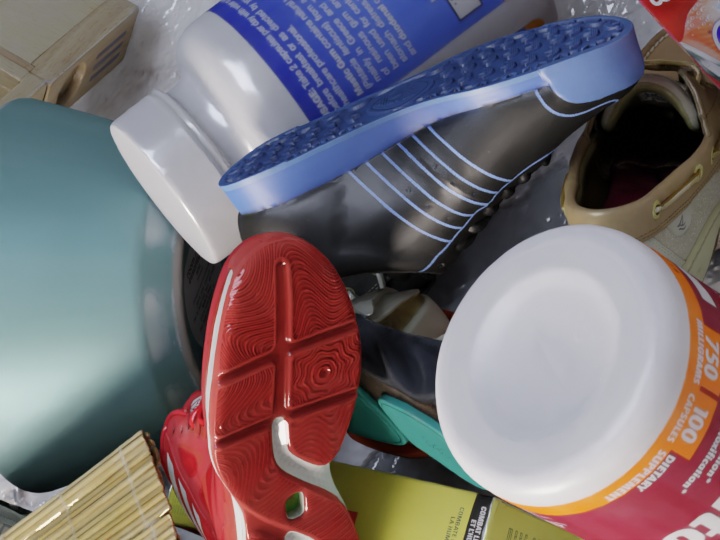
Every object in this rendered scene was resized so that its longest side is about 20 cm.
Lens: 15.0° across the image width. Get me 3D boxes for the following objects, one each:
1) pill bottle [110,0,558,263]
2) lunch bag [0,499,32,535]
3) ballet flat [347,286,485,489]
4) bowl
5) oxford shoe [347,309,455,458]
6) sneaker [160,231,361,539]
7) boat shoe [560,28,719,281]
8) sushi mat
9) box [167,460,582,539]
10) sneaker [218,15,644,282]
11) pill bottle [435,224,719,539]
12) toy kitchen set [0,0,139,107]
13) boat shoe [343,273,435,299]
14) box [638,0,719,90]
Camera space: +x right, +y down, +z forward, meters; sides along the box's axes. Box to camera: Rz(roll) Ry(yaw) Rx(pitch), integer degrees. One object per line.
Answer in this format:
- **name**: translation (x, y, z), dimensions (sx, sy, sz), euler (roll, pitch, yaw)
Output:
- **pill bottle**: translation (-0.015, -0.096, 1.288), dimensions (0.200, 0.112, 0.112), euler (-37, 46, -9)
- **lunch bag**: translation (-0.156, 0.202, 1.352), dimensions (0.200, 0.117, 0.164), euler (7, 79, 49)
- **ballet flat**: translation (0.025, 0.046, 1.213), dimensions (0.200, 0.073, 0.073), euler (18, 82, 59)
- **bowl**: translation (-0.117, 0.011, 1.376), dimensions (0.105, 0.201, 0.201), euler (-2, 67, 17)
- **oxford shoe**: translation (0.070, 0.057, 1.259), dimensions (0.200, 0.072, 0.071), euler (-8, 68, 50)
- **sneaker**: translation (-0.059, 0.059, 1.207), dimensions (0.115, 0.078, 0.200), euler (36, 135, 47)
- **boat shoe**: translation (0.134, -0.057, 1.206), dimensions (0.074, 0.066, 0.200), euler (-2, 37, 19)
- **sushi mat**: translation (-0.154, 0.162, 1.274), dimensions (0.200, 0.012, 0.096), euler (-36, 52, 27)
- **box**: translation (0.003, 0.120, 1.281), dimensions (0.200, 0.075, 0.050), euler (10, 79, 42)
- **sneaker**: translation (0.040, -0.045, 1.196), dimensions (0.200, 0.078, 0.070), euler (-21, 19, 20)
- **pill bottle**: translation (0.130, 0.066, 1.108), dimensions (0.113, 0.200, 0.113), euler (-18, 59, 34)
- **toy kitchen set**: translation (-0.188, -0.032, 1.535), dimensions (0.163, 0.180, 0.200), euler (30, 131, 9)
- **boat shoe**: translation (0.000, 0.000, 1.341), dimensions (0.068, 0.072, 0.200), euler (23, 82, 44)
- **box**: translation (0.174, -0.160, 1.197), dimensions (0.095, 0.100, 0.200), euler (-37, 24, 21)
